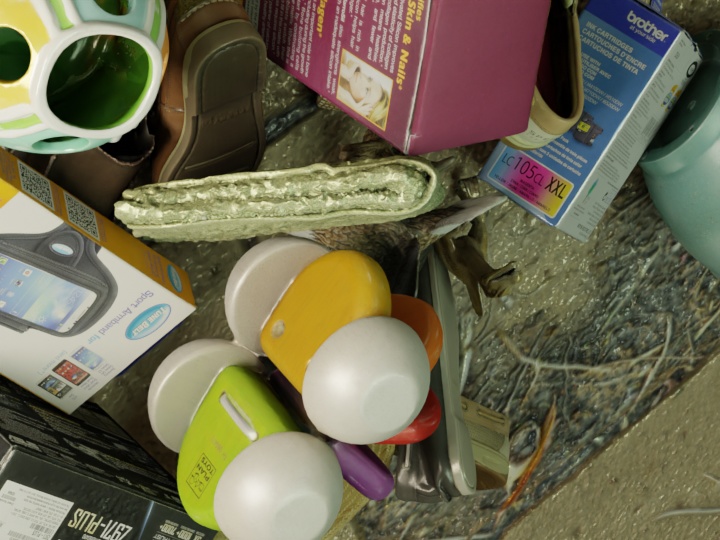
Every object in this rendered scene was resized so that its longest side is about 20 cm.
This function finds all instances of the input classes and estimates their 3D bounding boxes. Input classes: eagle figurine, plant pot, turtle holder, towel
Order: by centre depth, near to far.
[{"bbox_3d":[-0.189,-0.138,1.336,0.141,0.132,0.185,-51,134,0],"label":"turtle holder"},{"bbox_3d":[-0.048,-0.041,1.474,0.199,0.148,0.037,-7,88,4],"label":"towel"},{"bbox_3d":[-0.006,-0.003,1.644,0.151,0.151,0.200,0,111,-39],"label":"eagle figurine"},{"bbox_3d":[0.289,-0.101,1.820,0.134,0.200,0.201,30,95,-23],"label":"plant pot"}]

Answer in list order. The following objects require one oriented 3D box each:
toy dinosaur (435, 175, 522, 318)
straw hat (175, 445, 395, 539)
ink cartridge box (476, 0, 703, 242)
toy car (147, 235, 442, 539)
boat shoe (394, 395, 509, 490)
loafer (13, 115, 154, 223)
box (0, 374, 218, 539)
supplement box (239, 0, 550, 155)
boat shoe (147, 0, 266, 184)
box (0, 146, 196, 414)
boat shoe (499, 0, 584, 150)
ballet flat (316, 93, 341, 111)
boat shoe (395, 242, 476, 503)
[{"bbox_3d":[0.075,-0.014,1.746,0.058,0.200,0.101,-16,92,-3],"label":"toy dinosaur"},{"bbox_3d":[-0.080,0.134,1.699,0.201,0.085,0.201,-22,143,-17],"label":"straw hat"},{"bbox_3d":[0.178,-0.126,1.734,0.200,0.076,0.136,-56,166,5],"label":"ink cartridge box"},{"bbox_3d":[-0.026,0.089,1.511,0.150,0.175,0.200,32,99,-39],"label":"toy car"},{"bbox_3d":[0.040,0.105,1.817,0.200,0.071,0.065,33,58,-40],"label":"boat shoe"},{"bbox_3d":[-0.171,-0.074,1.493,0.073,0.071,0.200,-8,122,-38],"label":"loafer"},{"bbox_3d":[-0.216,0.132,1.523,0.200,0.164,0.086,28,98,-49],"label":"box"},{"bbox_3d":[0.017,-0.177,1.497,0.103,0.200,0.131,-12,126,-36],"label":"supplement box"},{"bbox_3d":[-0.102,-0.109,1.532,0.072,0.068,0.200,-18,150,-27],"label":"boat shoe"},{"bbox_3d":[-0.198,0.013,1.497,0.119,0.042,0.200,-39,129,19],"label":"box"},{"bbox_3d":[0.118,-0.185,1.618,0.074,0.066,0.201,-9,87,-31],"label":"boat shoe"},{"bbox_3d":[0.062,-0.142,1.651,0.200,0.065,0.071,-29,175,-23],"label":"ballet flat"},{"bbox_3d":[0.043,0.073,1.736,0.057,0.200,0.067,-11,156,12],"label":"boat shoe"}]
